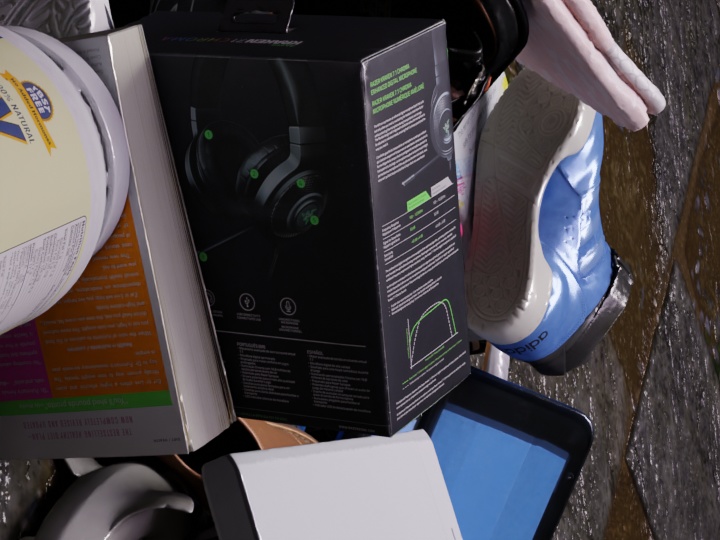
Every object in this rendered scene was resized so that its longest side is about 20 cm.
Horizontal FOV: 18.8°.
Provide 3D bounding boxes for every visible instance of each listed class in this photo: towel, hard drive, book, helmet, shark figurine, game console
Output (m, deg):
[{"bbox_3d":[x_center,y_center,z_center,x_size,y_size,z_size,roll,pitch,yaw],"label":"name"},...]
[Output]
[{"bbox_3d":[0.081,-0.179,1.273,0.191,0.032,0.200,49,-4,-32],"label":"towel"},{"bbox_3d":[-0.003,0.159,1.193,0.200,0.026,0.132,0,70,-58],"label":"hard drive"},{"bbox_3d":[-0.148,-0.009,1.053,0.048,0.133,0.201,-32,113,-60],"label":"book"},{"bbox_3d":[-0.025,-0.134,1.210,0.191,0.200,0.200,40,31,0],"label":"helmet"},{"bbox_3d":[-0.127,0.148,1.114,0.215,0.089,0.128,-65,139,-53],"label":"shark figurine"},{"bbox_3d":[0.045,0.159,1.354,0.201,0.118,0.171,-68,163,2],"label":"game console"}]

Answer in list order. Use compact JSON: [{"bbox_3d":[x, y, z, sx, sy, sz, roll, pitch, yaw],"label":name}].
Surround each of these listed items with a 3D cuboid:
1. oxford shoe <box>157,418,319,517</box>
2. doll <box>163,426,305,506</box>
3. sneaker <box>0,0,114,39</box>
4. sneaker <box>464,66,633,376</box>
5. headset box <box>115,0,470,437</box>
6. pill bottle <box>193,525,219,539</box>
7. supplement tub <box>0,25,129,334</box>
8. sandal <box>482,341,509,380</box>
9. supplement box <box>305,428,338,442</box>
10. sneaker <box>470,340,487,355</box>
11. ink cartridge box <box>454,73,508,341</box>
[{"bbox_3d":[-0.061,0.116,1.217,0.200,0.071,0.071,38,89,-38],"label":"oxford shoe"},{"bbox_3d":[-0.073,0.074,1.265,0.136,0.048,0.200,-41,127,-22],"label":"doll"},{"bbox_3d":[-0.140,-0.086,1.160,0.130,0.079,0.200,-15,97,-67],"label":"sneaker"},{"bbox_3d":[0.128,-0.032,1.380,0.111,0.077,0.201,36,58,-47],"label":"sneaker"},{"bbox_3d":[-0.047,-0.034,1.074,0.093,0.174,0.201,-33,122,-56],"label":"headset box"},{"bbox_3d":[-0.076,0.239,1.166,0.200,0.112,0.113,-65,140,-49],"label":"pill bottle"},{"bbox_3d":[-0.198,-0.031,0.931,0.200,0.145,0.145,-34,114,-64],"label":"supplement tub"},{"bbox_3d":[0.067,0.137,1.565,0.079,0.059,0.207,-46,145,-74],"label":"sandal"},{"bbox_3d":[-0.053,0.017,1.344,0.200,0.061,0.109,66,30,-31],"label":"supplement box"},{"bbox_3d":[0.057,0.032,1.557,0.200,0.080,0.072,-34,118,-64],"label":"sneaker"},{"bbox_3d":[0.021,-0.068,1.432,0.145,0.144,0.200,-59,136,-53],"label":"ink cartridge box"}]
